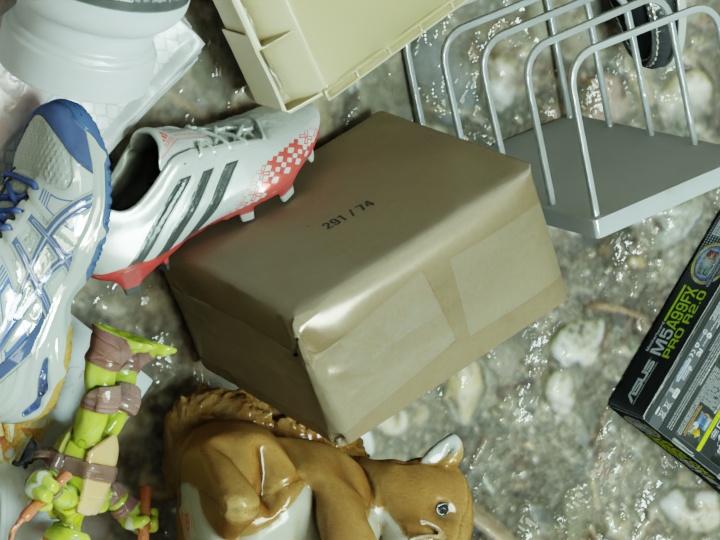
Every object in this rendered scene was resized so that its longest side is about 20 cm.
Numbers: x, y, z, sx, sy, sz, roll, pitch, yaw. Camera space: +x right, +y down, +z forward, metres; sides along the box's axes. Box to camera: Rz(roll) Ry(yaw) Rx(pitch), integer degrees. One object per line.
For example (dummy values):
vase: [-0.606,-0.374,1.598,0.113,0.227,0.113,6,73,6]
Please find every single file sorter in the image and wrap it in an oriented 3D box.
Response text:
file sorter: [0.140,-0.115,1.789,0.139,0.200,0.125,-23,113,-28]

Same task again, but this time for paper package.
paper package: [0.000,0.000,1.726,0.200,0.190,0.104,-32,121,-22]

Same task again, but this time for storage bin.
storage bin: [-0.028,-0.235,1.707,0.198,0.094,0.200,-37,120,-21]

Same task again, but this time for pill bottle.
pill bottle: [-0.145,-0.206,1.559,0.116,0.116,0.201,0,119,-35]

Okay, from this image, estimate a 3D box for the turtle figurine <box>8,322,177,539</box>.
turtle figurine: [-0.165,0.117,1.673,0.200,0.064,0.162,23,84,-65]

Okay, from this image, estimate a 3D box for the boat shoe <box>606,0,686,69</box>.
boat shoe: [0.176,-0.231,1.861,0.060,0.074,0.201,-23,111,-28]

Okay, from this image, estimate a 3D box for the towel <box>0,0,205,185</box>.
towel: [-0.210,-0.138,1.644,0.200,0.032,0.191,-49,124,-16]

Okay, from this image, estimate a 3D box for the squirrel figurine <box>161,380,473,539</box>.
squirrel figurine: [-0.026,0.140,1.735,0.186,0.200,0.142,-6,124,-17]

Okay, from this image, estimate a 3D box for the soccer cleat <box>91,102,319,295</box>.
soccer cleat: [-0.105,-0.066,1.704,0.200,0.069,0.085,-36,130,-25]

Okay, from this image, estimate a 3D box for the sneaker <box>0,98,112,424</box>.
sneaker: [-0.210,-0.007,1.604,0.088,0.075,0.201,10,92,-38]

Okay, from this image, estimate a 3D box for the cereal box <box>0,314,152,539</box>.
cereal box: [-0.240,0.072,1.671,0.200,0.039,0.144,41,77,-35]

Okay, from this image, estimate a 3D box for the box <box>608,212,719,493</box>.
box: [0.297,0.060,2.038,0.160,0.044,0.200,36,81,-36]
